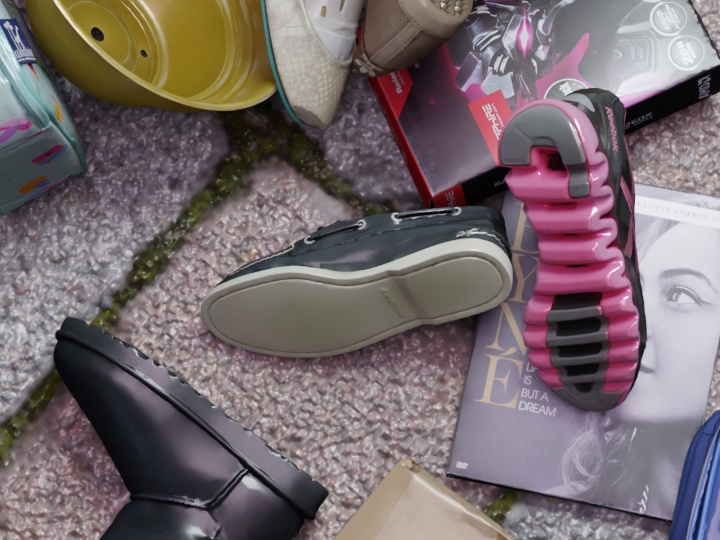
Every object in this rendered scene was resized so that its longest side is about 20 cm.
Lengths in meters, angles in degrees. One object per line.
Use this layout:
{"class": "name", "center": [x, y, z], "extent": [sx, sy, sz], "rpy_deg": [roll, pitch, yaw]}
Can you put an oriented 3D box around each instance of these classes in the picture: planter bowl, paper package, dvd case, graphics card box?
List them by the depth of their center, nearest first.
{"class": "paper package", "center": [0.006, 0.222, 1.519], "extent": [0.103, 0.191, 0.200], "rpy_deg": [39, 83, 11]}
{"class": "planter bowl", "center": [-0.141, -0.162, 1.630], "extent": [0.083, 0.200, 0.201], "rpy_deg": [-39, 77, 39]}
{"class": "dvd case", "center": [0.144, 0.042, 1.632], "extent": [0.148, 0.016, 0.201], "rpy_deg": [11, 80, 6]}
{"class": "graphics card box", "center": [0.109, -0.128, 1.641], "extent": [0.199, 0.051, 0.126], "rpy_deg": [-23, 70, -2]}

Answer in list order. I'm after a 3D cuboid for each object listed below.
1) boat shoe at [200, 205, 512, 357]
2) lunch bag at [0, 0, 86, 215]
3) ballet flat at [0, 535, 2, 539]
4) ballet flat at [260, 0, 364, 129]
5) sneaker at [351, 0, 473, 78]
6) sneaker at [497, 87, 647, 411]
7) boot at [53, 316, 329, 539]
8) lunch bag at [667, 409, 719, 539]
{"class": "boat shoe", "center": [-0.001, -0.002, 1.622], "extent": [0.199, 0.075, 0.066], "rpy_deg": [-15, 39, 24]}
{"class": "lunch bag", "center": [-0.233, -0.128, 1.592], "extent": [0.077, 0.200, 0.161], "rpy_deg": [-26, 78, -2]}
{"class": "ballet flat", "center": [-0.243, 0.192, 1.606], "extent": [0.070, 0.067, 0.201], "rpy_deg": [-11, 81, -13]}
{"class": "ballet flat", "center": [-0.029, -0.187, 1.615], "extent": [0.062, 0.067, 0.201], "rpy_deg": [-12, 88, 32]}
{"class": "sneaker", "center": [0.033, -0.189, 1.611], "extent": [0.070, 0.200, 0.075], "rpy_deg": [42, 122, -14]}
{"class": "sneaker", "center": [0.140, -0.016, 1.584], "extent": [0.079, 0.095, 0.201], "rpy_deg": [4, 114, 28]}
{"class": "boot", "center": [-0.141, 0.146, 1.599], "extent": [0.200, 0.076, 0.168], "rpy_deg": [36, 80, 3]}
{"class": "lunch bag", "center": [0.252, 0.159, 1.539], "extent": [0.135, 0.132, 0.201], "rpy_deg": [13, 82, -1]}
